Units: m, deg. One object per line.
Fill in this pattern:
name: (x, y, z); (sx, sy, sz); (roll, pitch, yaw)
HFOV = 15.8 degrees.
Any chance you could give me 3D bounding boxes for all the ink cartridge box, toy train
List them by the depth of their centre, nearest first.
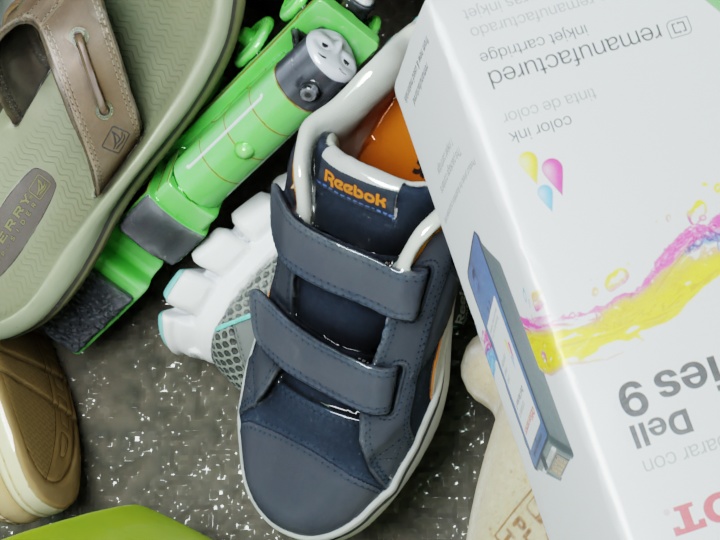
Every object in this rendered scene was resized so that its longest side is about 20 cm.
ink cartridge box: (0.111, 0.000, 0.810); (0.144, 0.088, 0.201); (-15, 76, -11)
toy train: (-0.062, -0.038, 0.975); (0.200, 0.042, 0.057); (-42, 20, 35)

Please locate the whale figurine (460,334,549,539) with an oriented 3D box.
whale figurine: (0.097, 0.082, 0.926); (0.159, 0.103, 0.200); (49, 119, 23)

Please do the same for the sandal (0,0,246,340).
sandal: (-0.105, -0.065, 0.941); (0.080, 0.057, 0.202); (32, 100, 31)

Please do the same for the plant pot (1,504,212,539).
plant pot: (-0.061, 0.209, 0.869); (0.180, 0.200, 0.200); (19, 98, 14)

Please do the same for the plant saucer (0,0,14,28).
plant saucer: (-0.135, -0.149, 1.015); (0.050, 0.200, 0.201); (28, 86, -11)

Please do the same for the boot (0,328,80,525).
boot: (-0.208, 0.042, 1.034); (0.155, 0.073, 0.201); (-32, 68, 8)

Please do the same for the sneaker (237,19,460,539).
sneaker: (0.000, 0.000, 0.910); (0.078, 0.079, 0.201); (23, 94, 21)

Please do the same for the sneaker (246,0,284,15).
sneaker: (-0.023, -0.133, 1.002); (0.198, 0.104, 0.060); (9, 85, 19)

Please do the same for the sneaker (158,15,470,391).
sneaker: (0.018, -0.021, 0.984); (0.091, 0.078, 0.200); (44, 100, 14)
